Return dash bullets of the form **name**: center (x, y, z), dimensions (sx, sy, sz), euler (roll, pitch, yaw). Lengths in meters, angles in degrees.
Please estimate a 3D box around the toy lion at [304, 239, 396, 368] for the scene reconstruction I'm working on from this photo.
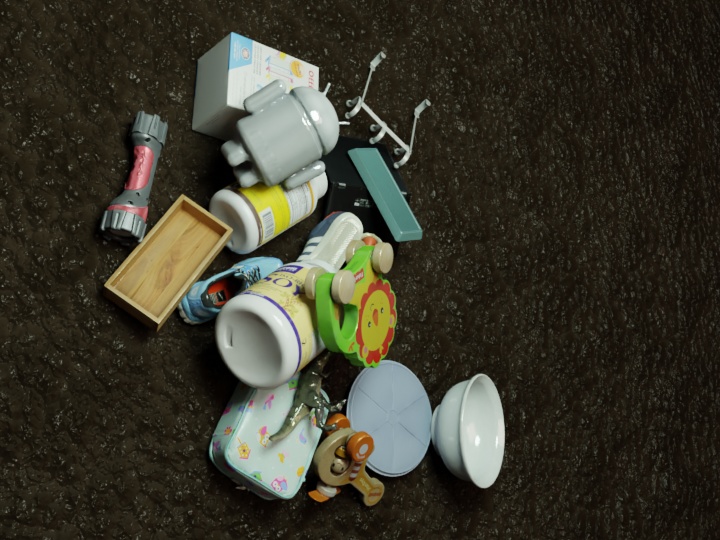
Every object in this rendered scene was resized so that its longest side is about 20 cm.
- **toy lion**: center (-0.002, 0.064, 1.334), dimensions (0.200, 0.068, 0.195), euler (-35, 124, -55)

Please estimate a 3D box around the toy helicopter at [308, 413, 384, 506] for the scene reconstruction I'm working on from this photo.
- **toy helicopter**: center (-0.018, 0.340, 1.441), dimensions (0.133, 0.078, 0.201), euler (-49, 135, -14)

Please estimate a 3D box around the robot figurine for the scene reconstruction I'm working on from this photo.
- **robot figurine**: center (-0.115, -0.207, 1.350), dimensions (0.198, 0.113, 0.171), euler (-32, 126, -5)

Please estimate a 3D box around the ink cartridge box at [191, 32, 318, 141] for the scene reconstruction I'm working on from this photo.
- **ink cartridge box**: center (-0.163, -0.285, 1.462), dimensions (0.197, 0.124, 0.131), euler (12, 71, -36)

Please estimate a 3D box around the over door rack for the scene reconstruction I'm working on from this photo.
- **over door rack**: center (0.049, -0.303, 1.683), dimensions (0.147, 0.066, 0.202), euler (42, 43, -20)

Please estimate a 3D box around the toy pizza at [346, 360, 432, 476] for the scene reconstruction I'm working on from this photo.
- **toy pizza**: center (0.049, 0.263, 1.557), dimensions (0.198, 0.031, 0.204), euler (12, 70, -37)

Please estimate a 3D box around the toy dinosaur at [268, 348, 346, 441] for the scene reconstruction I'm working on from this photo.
- **toy dinosaur**: center (-0.070, 0.207, 1.365), dimensions (0.087, 0.047, 0.201), euler (34, 49, -8)

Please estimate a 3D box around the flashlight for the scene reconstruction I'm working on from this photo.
- **flashlight**: center (-0.341, -0.142, 1.320), dimensions (0.067, 0.068, 0.204), euler (16, 69, -23)

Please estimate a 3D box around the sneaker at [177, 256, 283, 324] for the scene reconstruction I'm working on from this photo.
- **sneaker**: center (-0.189, 0.030, 1.383), dimensions (0.199, 0.089, 0.080), euler (-28, 96, -41)

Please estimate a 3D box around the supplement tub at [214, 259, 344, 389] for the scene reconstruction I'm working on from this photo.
- **supplement tub**: center (-0.113, 0.075, 1.335), dimensions (0.200, 0.144, 0.147), euler (-37, 103, -54)

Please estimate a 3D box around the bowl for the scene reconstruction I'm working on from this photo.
- **bowl**: center (0.188, 0.293, 1.606), dimensions (0.200, 0.089, 0.205), euler (16, 72, -59)

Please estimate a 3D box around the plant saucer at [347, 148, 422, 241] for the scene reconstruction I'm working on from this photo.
- **plant saucer**: center (0.047, -0.141, 1.575), dimensions (0.069, 0.019, 0.202), euler (-7, 62, -44)

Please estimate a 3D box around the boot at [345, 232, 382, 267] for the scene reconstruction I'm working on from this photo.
- **boot**: center (0.000, 0.000, 1.481), dimensions (0.074, 0.200, 0.109), euler (12, 108, 0)

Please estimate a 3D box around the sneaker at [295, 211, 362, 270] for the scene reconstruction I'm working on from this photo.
- **sneaker**: center (-0.079, -0.018, 1.498), dimensions (0.200, 0.084, 0.075), euler (-48, 120, -6)

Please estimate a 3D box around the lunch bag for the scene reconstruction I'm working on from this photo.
- **lunch bag**: center (-0.139, 0.254, 1.376), dimensions (0.160, 0.076, 0.202), euler (40, 57, -26)

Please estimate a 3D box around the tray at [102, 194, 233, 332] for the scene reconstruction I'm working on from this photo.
- **tray**: center (-0.289, -0.014, 1.327), dimensions (0.098, 0.037, 0.201), euler (33, 58, 0)

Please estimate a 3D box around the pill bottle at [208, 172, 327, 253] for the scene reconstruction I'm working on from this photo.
- **pill bottle**: center (-0.146, -0.117, 1.443), dimensions (0.199, 0.108, 0.111), euler (-35, 101, -39)

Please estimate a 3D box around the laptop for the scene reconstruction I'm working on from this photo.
- **laptop**: center (-0.013, -0.138, 1.623), dimensions (0.185, 0.115, 0.204), euler (4, 105, -38)
